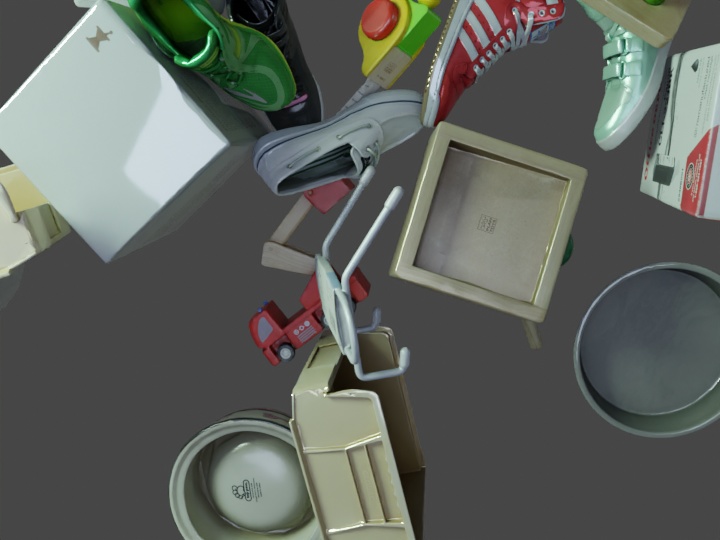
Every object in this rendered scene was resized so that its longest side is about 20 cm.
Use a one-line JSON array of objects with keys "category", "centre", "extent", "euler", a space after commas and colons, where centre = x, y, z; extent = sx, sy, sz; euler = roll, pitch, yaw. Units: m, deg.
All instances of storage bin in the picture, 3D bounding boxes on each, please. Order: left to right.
[{"category": "storage bin", "centre": [-0.386, -0.031, 0.667], "extent": [0.196, 0.200, 0.095], "euler": [-20, 102, -11]}, {"category": "storage bin", "centre": [0.004, 0.179, 0.789], "extent": [0.092, 0.200, 0.201], "euler": [-12, 101, 9]}]

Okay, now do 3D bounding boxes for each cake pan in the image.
[{"category": "cake pan", "centre": [0.335, 0.086, 0.824], "extent": [0.197, 0.037, 0.203], "euler": [1, 103, 4]}]

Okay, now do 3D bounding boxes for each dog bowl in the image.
[{"category": "dog bowl", "centre": [-0.123, 0.256, 0.880], "extent": [0.197, 0.074, 0.203], "euler": [1, 103, 4]}]

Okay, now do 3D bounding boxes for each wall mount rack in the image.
[{"category": "wall mount rack", "centre": [0.000, 0.000, 0.707], "extent": [0.073, 0.200, 0.176], "euler": [-10, 108, -10]}]

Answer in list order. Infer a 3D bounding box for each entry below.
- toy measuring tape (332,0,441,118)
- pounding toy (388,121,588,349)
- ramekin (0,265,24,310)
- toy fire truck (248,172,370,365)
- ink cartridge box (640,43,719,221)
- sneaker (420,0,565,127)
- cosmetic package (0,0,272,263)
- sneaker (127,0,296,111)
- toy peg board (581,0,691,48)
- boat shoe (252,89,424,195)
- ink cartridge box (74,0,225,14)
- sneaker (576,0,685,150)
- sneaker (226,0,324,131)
[{"category": "toy measuring tape", "centre": [0.009, -0.223, 0.773], "extent": [0.073, 0.074, 0.200], "euler": [42, 112, -5]}, {"category": "pounding toy", "centre": [0.142, -0.026, 0.781], "extent": [0.197, 0.142, 0.187], "euler": [17, 90, -1]}, {"category": "ramekin", "centre": [-0.487, -0.016, 0.837], "extent": [0.197, 0.098, 0.204], "euler": [1, 102, 4]}, {"category": "toy fire truck", "centre": [-0.063, -0.002, 0.831], "extent": [0.199, 0.049, 0.142], "euler": [-37, 97, 12]}, {"category": "ink cartridge box", "centre": [0.337, -0.131, 0.695], "extent": [0.082, 0.200, 0.147], "euler": [6, 103, 7]}, {"category": "sneaker", "centre": [0.136, -0.226, 0.742], "extent": [0.111, 0.071, 0.202], "euler": [21, 89, 0]}, {"category": "cosmetic package", "centre": [-0.215, -0.139, 0.736], "extent": [0.166, 0.200, 0.168], "euler": [-41, 96, 12]}, {"category": "sneaker", "centre": [-0.139, -0.201, 0.669], "extent": [0.074, 0.084, 0.199], "euler": [-30, 137, 26]}, {"category": "toy peg board", "centre": [0.249, -0.348, 0.661], "extent": [0.198, 0.098, 0.201], "euler": [31, 74, -2]}, {"category": "boat shoe", "centre": [-0.010, -0.123, 0.762], "extent": [0.198, 0.074, 0.067], "euler": [-23, 56, -10]}, {"category": "ink cartridge box", "centre": [-0.201, -0.359, 0.697], "extent": [0.144, 0.084, 0.203], "euler": [-1, 80, -14]}, {"category": "sneaker", "centre": [0.247, -0.231, 0.742], "extent": [0.117, 0.074, 0.203], "euler": [19, 94, -7]}, {"category": "sneaker", "centre": [-0.090, -0.216, 0.761], "extent": [0.070, 0.099, 0.203], "euler": [-16, 102, 6]}]
